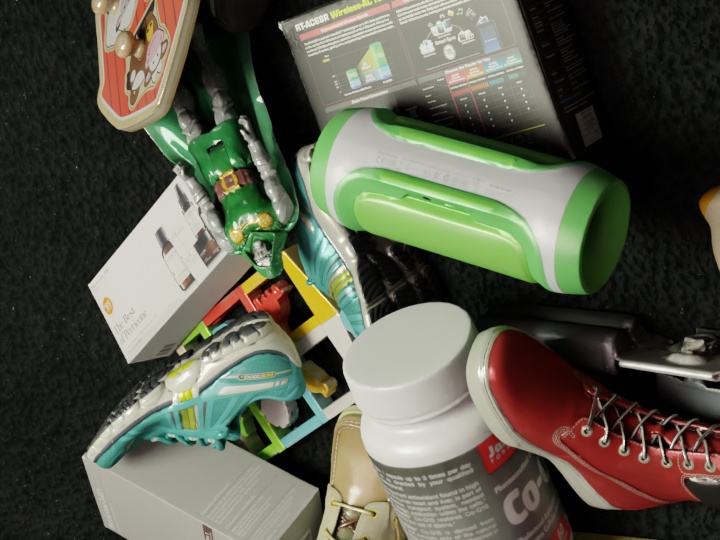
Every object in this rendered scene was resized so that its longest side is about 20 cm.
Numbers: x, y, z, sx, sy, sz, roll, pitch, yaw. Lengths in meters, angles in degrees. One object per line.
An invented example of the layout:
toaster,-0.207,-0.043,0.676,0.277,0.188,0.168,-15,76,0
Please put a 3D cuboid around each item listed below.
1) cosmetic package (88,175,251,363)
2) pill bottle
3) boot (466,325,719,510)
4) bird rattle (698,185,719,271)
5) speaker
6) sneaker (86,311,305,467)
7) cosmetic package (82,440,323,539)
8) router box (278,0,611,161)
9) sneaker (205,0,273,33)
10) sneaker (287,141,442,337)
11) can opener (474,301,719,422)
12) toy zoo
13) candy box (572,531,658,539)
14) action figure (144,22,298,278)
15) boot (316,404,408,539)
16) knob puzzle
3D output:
cosmetic package,-0.142,-0.013,1.303,0.200,0.050,0.083,-46,65,38
pill bottle,0.068,0.131,1.139,0.113,0.114,0.201,-1,126,37
boot,0.172,0.097,1.055,0.144,0.073,0.200,-5,145,46
bird rattle,0.293,-0.012,0.981,0.163,0.113,0.201,-19,111,52
speaker,0.068,-0.047,1.038,0.199,0.088,0.089,18,119,29
sneaker,-0.134,0.112,1.286,0.199,0.078,0.080,-30,101,20
cosmetic package,-0.129,0.200,1.361,0.199,0.090,0.107,20,141,27
router box,0.055,-0.132,1.106,0.199,0.062,0.151,-12,103,40
sneaker,-0.035,-0.237,1.125,0.115,0.076,0.201,32,125,19
sneaker,0.000,0.000,1.209,0.080,0.077,0.201,-33,78,50
can opener,0.172,0.066,1.110,0.199,0.053,0.067,6,112,37
toy zoo,-0.061,0.066,1.308,0.200,0.020,0.132,-38,85,41
candy box,0.136,0.257,1.217,0.199,0.055,0.116,-1,107,37
action figure,-0.100,-0.084,1.201,0.118,0.055,0.201,-30,74,17
boot,-0.020,0.221,1.252,0.072,0.154,0.201,12,118,31
knob puzzle,-0.163,-0.192,1.191,0.219,0.030,0.221,-33,51,54
